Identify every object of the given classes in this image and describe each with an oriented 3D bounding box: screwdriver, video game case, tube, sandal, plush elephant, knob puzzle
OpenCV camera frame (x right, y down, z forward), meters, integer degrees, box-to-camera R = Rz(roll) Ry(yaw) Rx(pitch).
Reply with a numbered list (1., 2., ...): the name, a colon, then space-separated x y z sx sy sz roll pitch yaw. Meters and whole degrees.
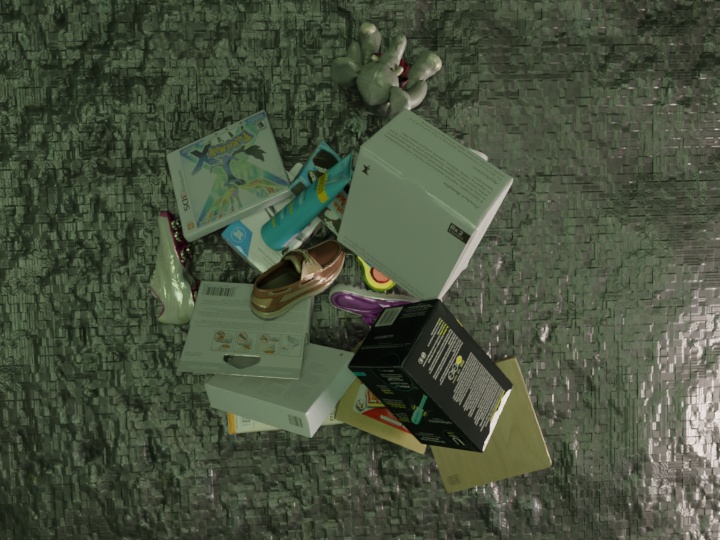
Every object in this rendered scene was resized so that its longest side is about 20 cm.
1. screwdriver: -0.009 -0.127 1.039 0.028 0.029 0.202 33 91 -4
2. video game case: -0.229 -0.166 0.979 0.196 0.022 0.185 -23 64 2
3. tube: -0.078 -0.104 0.883 0.050 0.079 0.199 32 127 -30
4. sandal: 0.036 0.079 1.024 0.197 0.083 0.051 12 50 2
5. plush elephant: 0.038 -0.331 0.967 0.162 0.155 0.203 29 90 -4
6. knob puzzle: 0.059 0.186 0.983 0.214 0.030 0.226 4 79 -20

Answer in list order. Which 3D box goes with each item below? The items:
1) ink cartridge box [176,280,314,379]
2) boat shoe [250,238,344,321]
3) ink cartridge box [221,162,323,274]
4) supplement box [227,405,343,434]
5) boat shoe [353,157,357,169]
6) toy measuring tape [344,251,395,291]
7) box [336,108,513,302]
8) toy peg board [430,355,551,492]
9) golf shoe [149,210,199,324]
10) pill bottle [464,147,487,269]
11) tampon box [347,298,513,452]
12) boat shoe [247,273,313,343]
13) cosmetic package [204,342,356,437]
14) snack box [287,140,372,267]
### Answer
1. ink cartridge box: -0.180 0.102 0.928 0.194 0.044 0.177 4 52 1
2. boat shoe: -0.099 0.003 0.938 0.075 0.073 0.199 32 54 25
3. ink cartridge box: -0.134 -0.093 0.994 0.115 0.067 0.201 40 80 1
4. supplement box: -0.127 0.225 1.002 0.194 0.126 0.076 -4 92 -4
5. boat shoe: 0.065 -0.147 0.982 0.196 0.069 0.068 19 97 28
6. toy measuring tape: 0.000 0.000 1.028 0.194 0.074 0.076 4 93 -1
7. box: 0.088 -0.089 0.853 0.197 0.202 0.131 36 53 13
8. toy peg board: 0.221 0.272 1.051 0.195 0.098 0.204 -20 92 14
9. golf shoe: -0.340 0.000 1.006 0.089 0.075 0.205 -14 92 1
10. pill bottle: 0.164 -0.111 1.008 0.108 0.111 0.205 16 92 -4
11. tampon box: 0.109 0.165 0.888 0.200 0.149 0.127 47 59 -19
12. boat shoe: -0.125 0.086 1.023 0.068 0.074 0.200 -42 79 -6
13. cosmetic package: -0.124 0.174 0.904 0.196 0.151 0.053 8 123 29
14. snack box: -0.023 -0.114 0.979 0.199 0.037 0.117 43 45 -18
